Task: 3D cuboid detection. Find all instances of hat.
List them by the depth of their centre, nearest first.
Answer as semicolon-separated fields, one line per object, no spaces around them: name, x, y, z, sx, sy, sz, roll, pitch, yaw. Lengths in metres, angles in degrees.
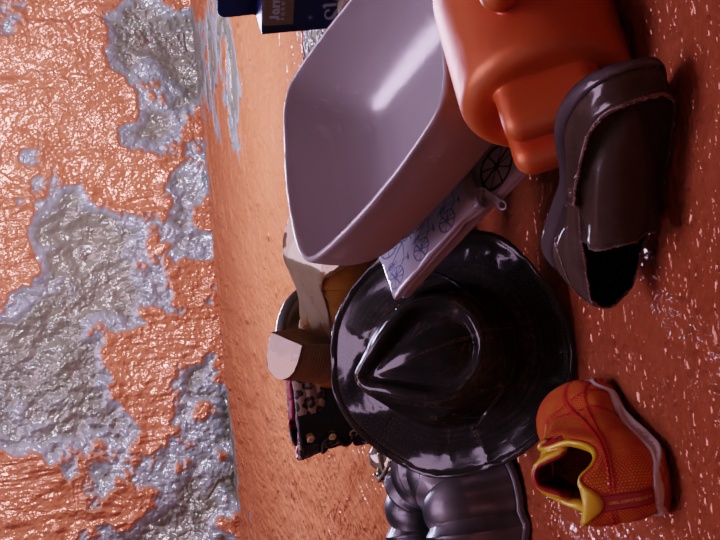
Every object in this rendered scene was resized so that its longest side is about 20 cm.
hat;0.051;0.066;1.528;0.081;0.200;0.201;-8;-87;-63

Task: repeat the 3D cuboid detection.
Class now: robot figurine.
robot figurine;0.108;-0.161;1.343;0.117;0.144;0.200;-42;47;37

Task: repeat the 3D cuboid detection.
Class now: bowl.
bowl;0.028;-0.112;1.481;0.200;0.075;0.200;-49;33;37

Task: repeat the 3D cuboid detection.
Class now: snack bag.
snack bag;0.069;-0.102;1.520;0.200;0.021;0.189;-45;37;25

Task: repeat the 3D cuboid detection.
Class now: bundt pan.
bundt pan;0.074;0.222;1.774;0.202;0.076;0.202;174;90;-74

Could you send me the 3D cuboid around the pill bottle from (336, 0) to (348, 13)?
pill bottle;0.048;-0.146;1.672;0.112;0.112;0.200;109;153;-66

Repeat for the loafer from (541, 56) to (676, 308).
loafer;0.162;-0.050;1.276;0.200;0.073;0.071;90;158;-53

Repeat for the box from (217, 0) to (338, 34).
box;-0.018;-0.256;1.725;0.121;0.200;0.032;95;166;-45

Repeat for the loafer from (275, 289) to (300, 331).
loafer;-0.007;0.039;1.873;0.200;0.070;0.075;-39;-56;-49

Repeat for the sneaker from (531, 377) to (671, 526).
sneaker;0.145;0.118;1.401;0.200;0.077;0.073;-140;44;-77

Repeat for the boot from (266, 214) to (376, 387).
boot;0.000;0.001;1.697;0.071;0.144;0.201;28;108;33

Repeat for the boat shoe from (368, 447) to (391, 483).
boat shoe;0.040;0.187;2.018;0.200;0.065;0.072;-108;16;-48

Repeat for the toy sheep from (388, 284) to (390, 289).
toy sheep;0.061;0.073;1.655;0.200;0.138;0.138;69;-176;-49

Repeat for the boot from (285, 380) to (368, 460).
boot;0.014;0.154;1.908;0.073;0.150;0.200;147;116;-78
